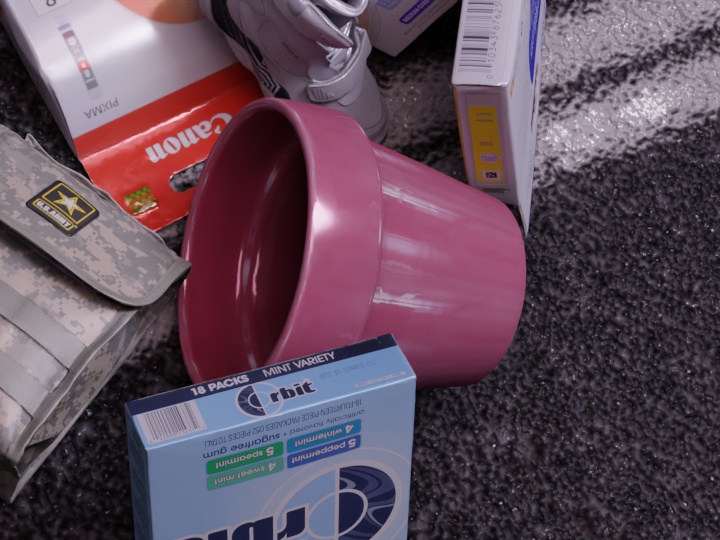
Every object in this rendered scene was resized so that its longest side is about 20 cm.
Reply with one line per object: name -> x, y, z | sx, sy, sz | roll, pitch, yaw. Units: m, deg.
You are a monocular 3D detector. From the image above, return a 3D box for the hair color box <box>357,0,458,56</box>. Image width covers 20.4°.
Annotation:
hair color box -> -0.027, -0.233, 1.365 | 0.199, 0.109, 0.065 | 25, 56, -21

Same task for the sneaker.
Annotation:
sneaker -> -0.020, -0.151, 1.329 | 0.200, 0.114, 0.075 | 49, 61, -34

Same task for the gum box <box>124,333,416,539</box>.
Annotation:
gum box -> -0.053, 0.144, 1.225 | 0.169, 0.201, 0.045 | -14, 44, -18

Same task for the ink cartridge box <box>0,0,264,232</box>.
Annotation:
ink cartridge box -> -0.139, -0.142, 1.372 | 0.161, 0.050, 0.201 | -27, 77, -19

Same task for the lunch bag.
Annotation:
lunch bag -> -0.222, 0.016, 1.265 | 0.164, 0.118, 0.200 | 35, 65, 3

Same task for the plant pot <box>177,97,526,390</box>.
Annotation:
plant pot -> 0.000, 0.000, 1.293 | 0.178, 0.200, 0.202 | 9, 70, -27

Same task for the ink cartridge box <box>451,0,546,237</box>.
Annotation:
ink cartridge box -> 0.097, -0.156, 1.352 | 0.047, 0.200, 0.199 | 4, 63, 7
